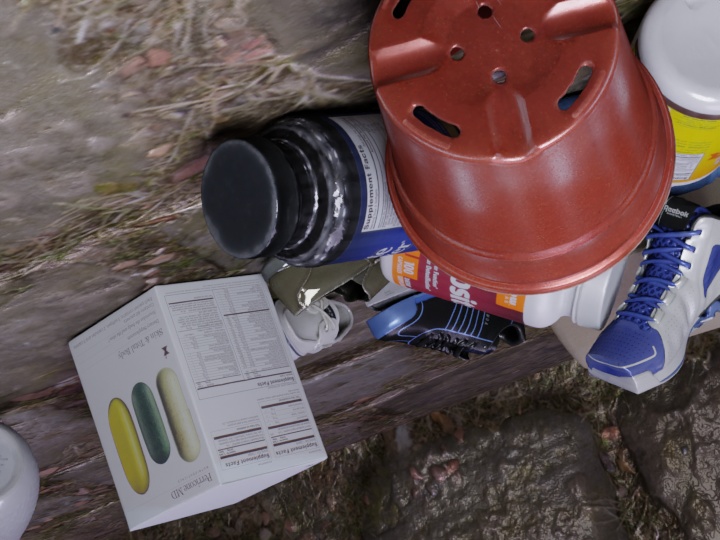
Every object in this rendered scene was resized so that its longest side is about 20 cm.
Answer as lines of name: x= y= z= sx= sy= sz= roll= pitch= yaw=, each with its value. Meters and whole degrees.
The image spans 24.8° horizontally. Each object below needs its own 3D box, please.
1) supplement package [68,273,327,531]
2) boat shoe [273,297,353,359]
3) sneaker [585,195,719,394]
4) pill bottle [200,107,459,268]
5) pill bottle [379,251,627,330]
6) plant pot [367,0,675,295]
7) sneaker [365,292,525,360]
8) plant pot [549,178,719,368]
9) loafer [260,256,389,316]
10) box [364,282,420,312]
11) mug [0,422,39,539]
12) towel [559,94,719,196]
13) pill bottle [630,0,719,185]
supplement package: x=-0.162 y=0.128 z=1.619 sx=0.152 sy=0.201 sz=0.150 roll=-30 pitch=165 yaw=39
boat shoe: x=-0.055 y=0.059 z=1.821 sx=0.066 sy=0.072 sz=0.200 roll=-27 pitch=168 yaw=12
sneaker: x=0.258 y=0.004 z=1.384 sx=0.199 sy=0.116 sz=0.080 roll=-38 pitch=-146 yaw=-28
pill bottle: x=-0.015 y=-0.062 z=1.208 sx=0.199 sy=0.112 sz=0.112 roll=-9 pitch=165 yaw=-43
pill bottle: x=0.126 y=-0.017 z=1.426 sx=0.199 sy=0.113 sz=0.113 roll=17 pitch=178 yaw=16
plant pot: x=0.095 y=-0.107 z=1.029 sx=0.200 sy=0.202 sz=0.195 roll=-21 pitch=160 yaw=6
sneaker: x=0.098 y=0.060 z=1.750 sx=0.199 sy=0.078 sz=0.070 roll=-13 pitch=166 yaw=-36
plant pot: x=0.245 y=-0.044 z=1.548 sx=0.199 sy=0.201 sz=0.177 roll=-20 pitch=156 yaw=25
loafer: x=0.000 y=0.000 z=1.629 sx=0.199 sy=0.070 sz=0.075 roll=-16 pitch=168 yaw=-20
box: x=0.068 y=0.003 z=1.785 sx=0.116 sy=0.060 sz=0.200 roll=-22 pitch=168 yaw=10
mug: x=-0.455 y=0.234 z=1.818 sx=0.199 sy=0.148 sz=0.175 roll=15 pitch=152 yaw=-14
towel: x=0.215 y=-0.102 z=1.407 sx=0.199 sy=0.112 sz=0.049 roll=-15 pitch=157 yaw=-29
pill bottle: x=0.253 y=-0.136 z=1.282 sx=0.109 sy=0.110 sz=0.200 roll=-18 pitch=163 yaw=-9
